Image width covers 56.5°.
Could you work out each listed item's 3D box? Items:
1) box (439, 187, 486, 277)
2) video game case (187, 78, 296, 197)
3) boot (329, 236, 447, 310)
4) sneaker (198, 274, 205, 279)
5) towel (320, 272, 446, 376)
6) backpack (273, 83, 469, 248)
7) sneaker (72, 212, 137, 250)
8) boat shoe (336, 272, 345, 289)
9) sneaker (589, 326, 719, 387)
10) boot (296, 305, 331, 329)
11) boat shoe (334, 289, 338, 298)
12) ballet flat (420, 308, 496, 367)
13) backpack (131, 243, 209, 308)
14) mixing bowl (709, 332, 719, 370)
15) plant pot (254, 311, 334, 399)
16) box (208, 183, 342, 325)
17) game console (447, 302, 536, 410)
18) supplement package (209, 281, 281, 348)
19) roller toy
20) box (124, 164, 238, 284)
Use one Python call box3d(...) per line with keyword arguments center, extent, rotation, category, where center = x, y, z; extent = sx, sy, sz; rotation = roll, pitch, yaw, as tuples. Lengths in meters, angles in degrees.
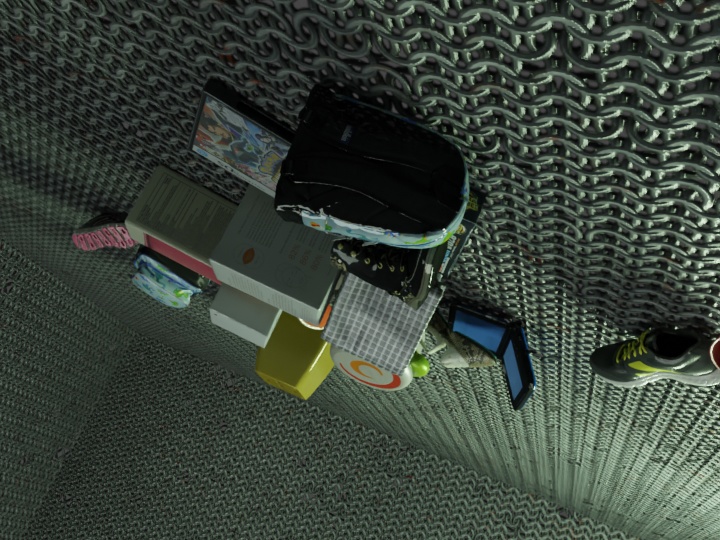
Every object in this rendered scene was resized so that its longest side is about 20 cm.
box3d(center=(0.072, -0.072, 0.914), extent=(0.157, 0.046, 0.200), rotation=(23, 161, 6), category="box")
box3d(center=(-0.155, -0.175, 0.963), extent=(0.179, 0.026, 0.200), rotation=(30, 161, -12), category="video game case")
box3d(center=(0.033, -0.019, 0.919), extent=(0.152, 0.074, 0.204), rotation=(26, 162, 5), category="boot")
box3d(center=(-0.282, -0.002, 1.493), extent=(0.198, 0.079, 0.070), rotation=(10, 156, 39), category="sneaker")
box3d(center=(0.035, 0.062, 1.104), extent=(0.164, 0.086, 0.202), rotation=(24, 121, 4), category="towel")
box3d(center=(0.026, -0.101, 0.758), extent=(0.197, 0.166, 0.154), rotation=(11, 166, 18), category="backpack")
box3d(center=(-0.617, -0.106, 1.668), extent=(0.197, 0.088, 0.074), rotation=(-6, 132, 18), category="sneaker")
box3d(center=(0.000, 0.000, 1.199), extent=(0.198, 0.058, 0.067), rotation=(2, 153, 39), category="boat shoe")
box3d(center=(0.412, 0.113, 0.952), extent=(0.198, 0.075, 0.085), rotation=(-12, 134, 47), category="sneaker")
box3d(center=(-0.096, 0.075, 1.476), extent=(0.106, 0.076, 0.200), rotation=(5, 152, 34), category="boot")
box3d(center=(0.031, 0.058, 1.244), extent=(0.199, 0.073, 0.077), rotation=(15, 130, 48), category="boat shoe")
box3d(center=(0.150, 0.125, 1.183), extent=(0.200, 0.075, 0.068), rotation=(42, 172, 37), category="ballet flat")
box3d(center=(-0.464, 0.000, 1.624), extent=(0.182, 0.148, 0.199), rotation=(34, 162, -18), category="backpack")
box3d(center=(0.465, 0.058, 0.664), extent=(0.198, 0.109, 0.201), rotation=(23, 160, 9), category="mixing bowl")
box3d(center=(-0.182, 0.236, 1.838), extent=(0.197, 0.178, 0.200), rotation=(20, 161, 14), category="plant pot")
box3d(center=(-0.127, -0.026, 1.122), extent=(0.198, 0.154, 0.107), rotation=(25, 162, 4), category="box")
box3d(center=(0.231, 0.160, 1.215), extent=(0.116, 0.173, 0.200), rotation=(-10, 157, 1), category="game console")
box3d(center=(-0.182, 0.021, 1.238), extent=(0.116, 0.202, 0.117), rotation=(26, 161, -3), category="supplement package")
box3d(center=(0.036, 0.145, 1.383), extent=(0.199, 0.141, 0.182), rotation=(35, 148, -21), category="roller toy")
box3d(center=(-0.316, -0.082, 1.250), extent=(0.198, 0.129, 0.109), rotation=(28, 162, -5), category="box")
